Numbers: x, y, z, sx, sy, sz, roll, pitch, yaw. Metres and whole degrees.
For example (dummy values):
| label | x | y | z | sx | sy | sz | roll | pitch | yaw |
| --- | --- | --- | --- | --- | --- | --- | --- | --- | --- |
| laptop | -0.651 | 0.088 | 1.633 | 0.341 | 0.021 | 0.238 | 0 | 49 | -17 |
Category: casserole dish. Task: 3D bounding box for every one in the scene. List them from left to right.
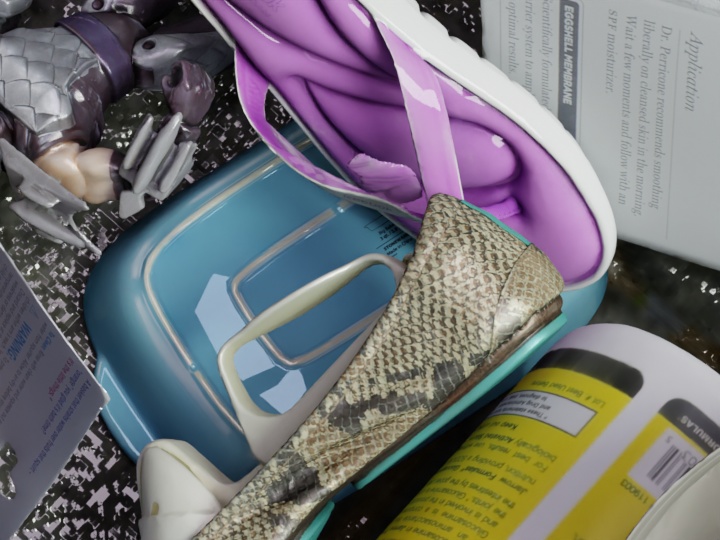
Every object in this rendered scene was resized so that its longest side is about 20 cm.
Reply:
| label | x | y | z | sx | sy | sz | roll | pitch | yaw |
| --- | --- | --- | --- | --- | --- | --- | --- | --- | --- |
| casserole dish | 0.000 | 0.000 | 0.886 | 0.199 | 0.039 | 0.121 | -32 | 81 | -20 |

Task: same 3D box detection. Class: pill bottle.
| label | x | y | z | sx | sy | sz | roll | pitch | yaw |
| --- | --- | --- | --- | --- | --- | --- | --- | --- | --- |
| pill bottle | 0.046 | 0.121 | 0.813 | 0.112 | 0.112 | 0.200 | 43 | 69 | 5 |

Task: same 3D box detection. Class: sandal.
| label | x | y | z | sx | sy | sz | roll | pitch | yaw |
| --- | --- | --- | --- | --- | --- | --- | --- | --- | --- |
| sandal | -0.003 | -0.051 | 0.817 | 0.203 | 0.082 | 0.050 | 43 | 52 | -20 |

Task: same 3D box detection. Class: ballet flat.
| label | x | y | z | sx | sy | sz | roll | pitch | yaw |
| --- | --- | --- | --- | --- | --- | --- | --- | --- | --- |
| ballet flat | -0.022 | 0.057 | 0.813 | 0.075 | 0.068 | 0.200 | 42 | 99 | 4 |

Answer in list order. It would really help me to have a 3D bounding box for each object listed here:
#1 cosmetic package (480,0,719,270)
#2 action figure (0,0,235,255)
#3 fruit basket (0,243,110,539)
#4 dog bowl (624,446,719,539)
| label | x | y | z | sx | sy | sz | roll | pitch | yaw |
| --- | --- | --- | --- | --- | --- | --- | --- | --- | --- |
| cosmetic package | 0.168 | -0.100 | 0.852 | 0.199 | 0.123 | 0.200 | 19 | 52 | 18 |
| action figure | -0.078 | -0.081 | 0.877 | 0.200 | 0.070 | 0.130 | -33 | 67 | -26 |
| fruit basket | -0.152 | -0.009 | 0.783 | 0.094 | 0.185 | 0.200 | -37 | 81 | -34 |
| dog bowl | 0.158 | 0.125 | 0.726 | 0.199 | 0.059 | 0.201 | 1 | 97 | 8 |
